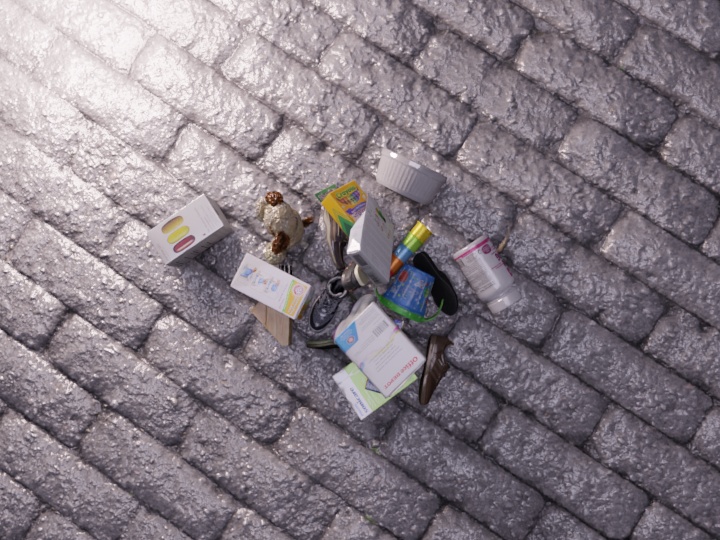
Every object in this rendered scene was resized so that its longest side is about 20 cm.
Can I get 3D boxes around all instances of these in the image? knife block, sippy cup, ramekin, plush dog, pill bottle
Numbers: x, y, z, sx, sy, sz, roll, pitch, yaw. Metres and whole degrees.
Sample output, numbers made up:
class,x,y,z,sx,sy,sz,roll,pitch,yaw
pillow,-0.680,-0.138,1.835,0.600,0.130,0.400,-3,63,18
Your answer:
class,x,y,z,sx,sy,sz,roll,pitch,yaw
knife block,-0.219,0.090,1.667,0.175,0.064,0.200,-43,86,0
sippy cup,0.138,0.057,1.615,0.176,0.139,0.132,24,95,-29
ramekin,0.134,-0.257,1.614,0.200,0.202,0.095,26,101,3
plush dog,-0.215,-0.130,1.624,0.158,0.172,0.203,-13,86,1
pill bottle,0.358,0.012,1.626,0.113,0.113,0.201,-32,87,0

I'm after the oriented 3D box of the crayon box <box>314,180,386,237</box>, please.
class,x,y,z,sx,sy,sz,roll,pitch,yaw
crayon box,-0.023,-0.173,1.646,0.201,0.125,0.052,50,134,4

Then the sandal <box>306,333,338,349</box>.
class,x,y,z,sx,sy,sz,roll,pitch,yaw
sandal,-0.057,0.191,1.653,0.198,0.080,0.058,-3,73,2

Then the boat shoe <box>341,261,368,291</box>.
class,x,y,z,sx,sy,sz,roll,pitch,yaw
boat shoe,-0.001,-0.003,1.608,0.063,0.202,0.074,-24,102,23

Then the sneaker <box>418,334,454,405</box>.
class,x,y,z,sx,sy,sz,roll,pitch,yaw
sneaker,0.215,0.286,1.638,0.074,0.070,0.203,11,88,2

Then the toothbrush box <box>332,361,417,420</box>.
class,x,y,z,sx,sy,sz,roll,pitch,yaw
toothbrush box,0.042,0.298,1.635,0.199,0.086,0.146,-36,84,-2

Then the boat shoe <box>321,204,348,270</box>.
class,x,y,z,sx,sy,sz,roll,pitch,yaw
boat shoe,-0.062,-0.103,1.668,0.072,0.074,0.203,-11,88,2

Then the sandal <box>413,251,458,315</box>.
class,x,y,z,sx,sy,sz,roll,pitch,yaw
sandal,0.226,0.032,1.656,0.048,0.075,0.202,-20,76,-43

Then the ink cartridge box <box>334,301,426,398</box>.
class,x,y,z,sx,sy,sz,roll,pitch,yaw
ink cartridge box,0.054,0.204,1.487,0.144,0.085,0.200,-43,80,0

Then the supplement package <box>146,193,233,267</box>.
class,x,y,z,sx,sy,sz,roll,pitch,yaw
supplement package,-0.487,-0.111,1.665,0.199,0.110,0.114,-35,86,0

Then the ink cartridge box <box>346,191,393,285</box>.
class,x,y,z,sx,sy,sz,roll,pitch,yaw
ink cartridge box,0.030,-0.086,1.577,0.050,0.162,0.202,-15,50,27

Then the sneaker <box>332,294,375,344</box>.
class,x,y,z,sx,sy,sz,roll,pitch,yaw
sneaker,0.005,0.149,1.614,0.099,0.075,0.200,22,48,17

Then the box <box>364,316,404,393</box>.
class,x,y,z,sx,sy,sz,roll,pitch,yaw
box,0.065,0.226,1.562,0.063,0.070,0.203,14,85,4

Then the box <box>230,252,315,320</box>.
class,x,y,z,sx,sy,sz,roll,pitch,yaw
box,-0.234,0.048,1.582,0.198,0.113,0.102,27,85,5

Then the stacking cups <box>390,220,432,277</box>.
class,x,y,z,sx,sy,sz,roll,pitch,yaw
stacking cups,0.124,-0.046,1.665,0.060,0.061,0.201,39,91,4

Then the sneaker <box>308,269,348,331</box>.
class,x,y,z,sx,sy,sz,roll,pitch,yaw
sneaker,-0.088,0.083,1.638,0.075,0.114,0.201,32,88,4
